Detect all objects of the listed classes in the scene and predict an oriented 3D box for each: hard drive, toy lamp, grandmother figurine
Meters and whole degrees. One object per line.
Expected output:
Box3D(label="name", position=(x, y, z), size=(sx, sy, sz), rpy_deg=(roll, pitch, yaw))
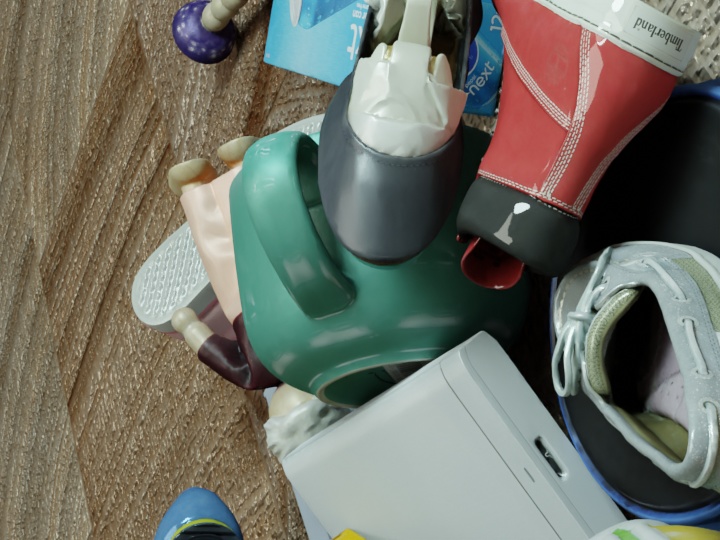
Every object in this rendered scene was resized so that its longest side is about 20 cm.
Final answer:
Box3D(label="hard drive", position=(0.045, 0.119, 0.863), size=(0.132, 0.027, 0.200), rpy_deg=(53, 146, 1))
Box3D(label="toy lamp", position=(-0.077, -0.210, 1.207), size=(0.200, 0.058, 0.059), rpy_deg=(141, 129, -58))
Box3D(label="grandmother figurine", position=(-0.051, 0.023, 1.009), size=(0.121, 0.060, 0.202), rpy_deg=(-24, 73, 22))

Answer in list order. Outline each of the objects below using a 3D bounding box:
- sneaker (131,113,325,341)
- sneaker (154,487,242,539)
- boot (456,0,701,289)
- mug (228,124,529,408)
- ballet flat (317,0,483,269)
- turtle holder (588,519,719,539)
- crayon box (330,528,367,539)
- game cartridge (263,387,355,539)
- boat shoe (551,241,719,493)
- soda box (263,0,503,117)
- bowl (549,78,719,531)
Box3D(label="sneaker", position=(-0.047, -0.018, 1.109), size=(0.200, 0.104, 0.076), rpy_deg=(-39, 51, 17))
Box3D(label="sneaker", position=(-0.117, 0.242, 1.120), size=(0.078, 0.065, 0.202), rpy_deg=(-132, 52, -70))
Box3D(label="boot", position=(0.076, -0.071, 0.795), size=(0.145, 0.072, 0.200), rpy_deg=(-63, 14, 12))
Box3D(label="mug", position=(-0.001, 0.004, 0.874), size=(0.152, 0.184, 0.116), rpy_deg=(-33, 60, 52))
Box3D(label="ballet flat", position=(0.021, -0.093, 0.793), size=(0.073, 0.073, 0.201), rpy_deg=(-54, 16, 46))
Box3D(label="turtle holder", position=(0.127, 0.154, 0.641), size=(0.132, 0.140, 0.187), rpy_deg=(-117, 39, -48))
Box3D(label="crayon box", position=(0.026, 0.213, 0.870), size=(0.200, 0.051, 0.128), rpy_deg=(19, 135, 62))
Box3D(label="game cartridge", position=(-0.004, 0.095, 1.033), size=(0.134, 0.041, 0.201), rpy_deg=(-59, 36, 34))
Box3D(label="boat shoe", position=(0.116, 0.035, 0.666), size=(0.202, 0.064, 0.075), rpy_deg=(-125, 46, -65))
Box3D(label="soda box", position=(0.011, -0.141, 1.009), size=(0.200, 0.064, 0.069), rpy_deg=(28, 111, 61))
Box3D(label="bowl", position=(0.147, 0.016, 0.737), size=(0.200, 0.039, 0.203), rpy_deg=(-17, 71, 62))
